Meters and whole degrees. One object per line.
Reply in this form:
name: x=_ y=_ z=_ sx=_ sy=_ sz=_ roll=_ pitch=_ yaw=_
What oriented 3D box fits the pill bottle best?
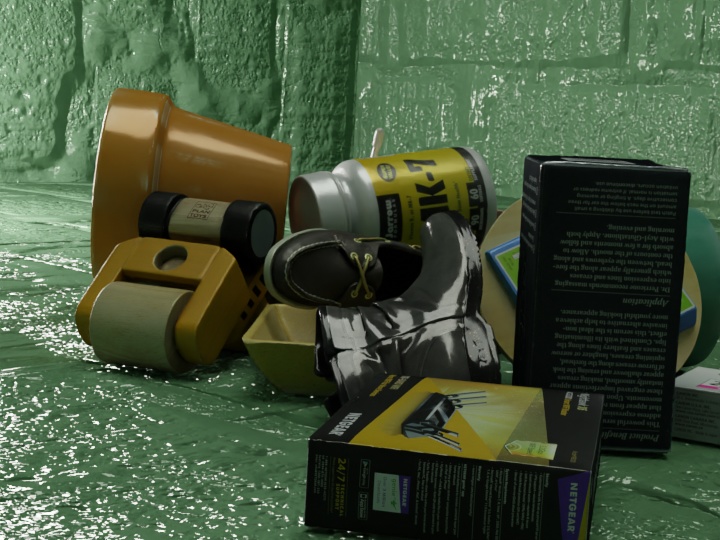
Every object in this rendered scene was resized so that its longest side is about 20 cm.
pill bottle: x=0.032 y=-0.063 z=1.399 sx=0.198 sy=0.116 sz=0.114 roll=-9 pitch=12 yaw=-23

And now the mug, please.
mug: x=0.249 y=0.021 z=1.261 sx=0.113 sy=0.154 sz=0.185 roll=-1 pitch=-19 yaw=-16

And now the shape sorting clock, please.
shape sorting clock: x=0.194 y=0.019 z=1.139 sx=0.198 sy=0.202 sz=0.039 roll=2 pitch=-30 yaw=-7

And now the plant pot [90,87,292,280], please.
plant pot: x=-0.164 y=-0.072 z=1.347 sx=0.181 sy=0.203 sz=0.200 roll=6 pitch=7 yaw=-3

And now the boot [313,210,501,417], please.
boot: x=0.027 y=0.029 z=1.008 sx=0.130 sy=0.070 sz=0.201 roll=-2 pitch=42 yaw=-6

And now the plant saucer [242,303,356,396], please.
plant saucer: x=0.008 y=0.070 z=1.129 sx=0.198 sy=0.049 sz=0.200 roll=4 pitch=7 yaw=2

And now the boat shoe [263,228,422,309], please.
boat shoe: x=0.000 y=0.000 z=1.203 sx=0.060 sy=0.073 sz=0.200 roll=4 pitch=3 yaw=42

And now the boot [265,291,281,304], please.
boot: x=-0.127 y=0.026 z=1.345 sx=0.198 sy=0.069 sz=0.188 roll=0 pitch=8 yaw=-20

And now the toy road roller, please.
toy road roller: x=-0.147 y=0.032 z=1.201 sx=0.122 sy=0.147 sz=0.201 roll=7 pitch=45 yaw=24

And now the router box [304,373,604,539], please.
router box: x=0.065 y=0.111 z=0.808 sx=0.155 sy=0.053 sz=0.200 roll=5 pitch=7 yaw=11

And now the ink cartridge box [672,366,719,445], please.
ink cartridge box: x=0.348 y=0.107 z=1.014 sx=0.198 sy=0.044 sz=0.173 roll=7 pitch=10 yaw=30

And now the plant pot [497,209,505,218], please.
plant pot: x=0.170 y=-0.018 z=1.644 sx=0.199 sy=0.094 sz=0.201 roll=14 pitch=-3 yaw=1

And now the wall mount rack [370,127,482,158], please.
wall mount rack: x=0.052 y=-0.069 z=1.524 sx=0.198 sy=0.075 sz=0.174 roll=13 pitch=-33 yaw=-9

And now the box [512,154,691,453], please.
box: x=0.172 y=0.019 z=0.991 sx=0.106 sy=0.202 sz=0.148 roll=3 pitch=7 yaw=2
